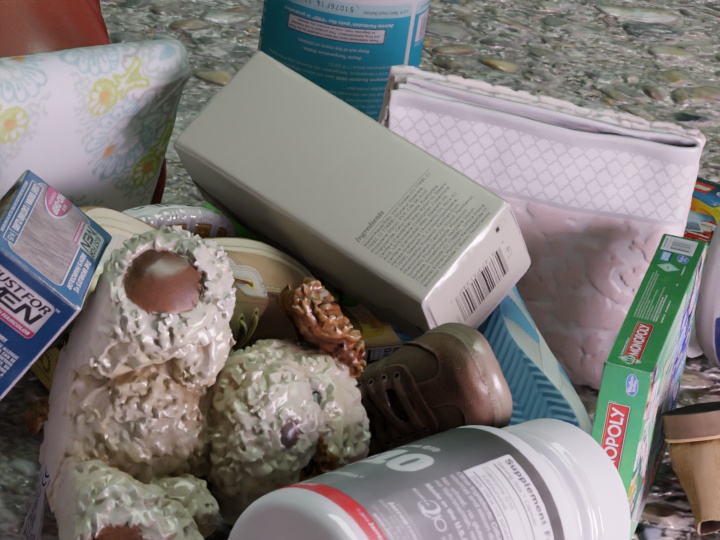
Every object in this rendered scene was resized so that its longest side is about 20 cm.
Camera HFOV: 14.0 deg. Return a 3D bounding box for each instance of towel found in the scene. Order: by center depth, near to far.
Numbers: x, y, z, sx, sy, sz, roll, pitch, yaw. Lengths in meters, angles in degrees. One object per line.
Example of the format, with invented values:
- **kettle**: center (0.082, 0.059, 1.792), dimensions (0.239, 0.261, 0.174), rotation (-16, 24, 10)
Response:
- **towel**: center (-0.195, -0.042, 1.725), dimensions (0.048, 0.200, 0.171), rotation (39, 34, 30)
- **towel**: center (0.096, -0.020, 1.779), dimensions (0.199, 0.191, 0.032), rotation (12, 33, 2)

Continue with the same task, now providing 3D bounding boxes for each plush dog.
- **plush dog**: center (-0.077, 0.087, 1.544), dimensions (0.171, 0.201, 0.160), rotation (9, -9, -21)

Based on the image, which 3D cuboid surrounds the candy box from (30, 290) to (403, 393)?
- **candy box**: center (-0.088, 0.046, 1.736), dimensions (0.199, 0.055, 0.115), rotation (-5, 28, -28)

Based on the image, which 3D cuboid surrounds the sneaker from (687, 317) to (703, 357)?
- **sneaker**: center (0.155, 0.000, 1.934), dimensions (0.200, 0.082, 0.077), rotation (52, 4, 37)

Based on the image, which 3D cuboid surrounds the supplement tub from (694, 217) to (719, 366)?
- **supplement tub**: center (0.325, 0.021, 1.828), dimensions (0.200, 0.145, 0.144), rotation (21, 26, 25)

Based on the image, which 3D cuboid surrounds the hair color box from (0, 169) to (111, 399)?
- **hair color box**: center (-0.217, 0.050, 1.501), dimensions (0.060, 0.200, 0.100), rotation (39, 21, -11)

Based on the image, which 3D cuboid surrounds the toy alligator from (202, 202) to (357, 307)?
- **toy alligator**: center (0.000, 0.000, 1.745), dimensions (0.199, 0.059, 0.054), rotation (11, 66, -2)

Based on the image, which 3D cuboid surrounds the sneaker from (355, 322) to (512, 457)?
- **sneaker**: center (0.016, 0.082, 1.610), dimensions (0.075, 0.071, 0.200), rotation (-27, 0, -23)

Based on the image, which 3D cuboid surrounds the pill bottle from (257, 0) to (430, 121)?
- **pill bottle**: center (-0.017, -0.126, 1.971), dimensions (0.110, 0.201, 0.111), rotation (8, 22, -3)

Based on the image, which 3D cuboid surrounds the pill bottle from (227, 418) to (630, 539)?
- **pill bottle**: center (0.037, 0.143, 1.486), dimensions (0.114, 0.114, 0.200), rotation (27, 29, 37)

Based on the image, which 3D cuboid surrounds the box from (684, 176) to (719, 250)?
- **box**: center (0.211, -0.028, 2.034), dimensions (0.200, 0.038, 0.137), rotation (21, 26, 25)

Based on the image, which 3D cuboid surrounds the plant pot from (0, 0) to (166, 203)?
- **plant pot**: center (-0.226, -0.096, 1.866), dimensions (0.200, 0.201, 0.195), rotation (-4, 35, -27)

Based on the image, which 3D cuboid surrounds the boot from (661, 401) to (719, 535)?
- **boot**: center (0.218, 0.112, 1.699), dimensions (0.073, 0.076, 0.200), rotation (-9, -1, 20)

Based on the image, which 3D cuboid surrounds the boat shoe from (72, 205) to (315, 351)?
- **boat shoe**: center (-0.096, 0.021, 1.623), dimensions (0.200, 0.074, 0.067), rotation (12, 43, -42)

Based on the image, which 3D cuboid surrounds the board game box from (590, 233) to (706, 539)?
- **board game box**: center (0.157, 0.076, 1.655), dimensions (0.029, 0.135, 0.200), rotation (14, 23, 10)

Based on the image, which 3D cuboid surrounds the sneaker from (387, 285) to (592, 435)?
- **sneaker**: center (0.071, 0.050, 1.683), dimensions (0.076, 0.081, 0.200), rotation (-28, 62, 5)

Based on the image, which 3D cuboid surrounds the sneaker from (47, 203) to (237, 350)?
- **sneaker**: center (-0.164, -0.008, 1.670), dimensions (0.200, 0.076, 0.088), rotation (-13, 30, -38)

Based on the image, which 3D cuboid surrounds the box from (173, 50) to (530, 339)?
- **box**: center (-0.005, -0.039, 1.667), dimensions (0.200, 0.068, 0.082), rotation (34, 74, 31)
